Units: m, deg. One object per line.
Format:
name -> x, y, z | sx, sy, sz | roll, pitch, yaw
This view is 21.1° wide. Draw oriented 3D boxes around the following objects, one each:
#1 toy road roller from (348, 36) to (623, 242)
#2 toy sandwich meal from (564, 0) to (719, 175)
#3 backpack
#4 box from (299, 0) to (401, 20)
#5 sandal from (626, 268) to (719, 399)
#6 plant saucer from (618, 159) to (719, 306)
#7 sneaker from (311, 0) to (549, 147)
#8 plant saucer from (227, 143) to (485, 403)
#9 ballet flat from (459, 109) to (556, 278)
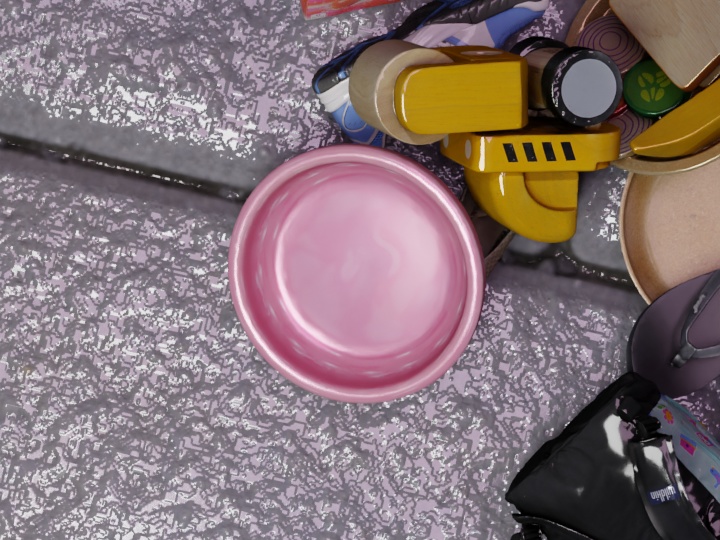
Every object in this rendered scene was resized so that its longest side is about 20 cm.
toy road roller -> 0.096, -0.096, 1.440 | 0.200, 0.123, 0.146 | -2, 102, -14
toy sandwich meal -> 0.238, -0.171, 1.485 | 0.205, 0.070, 0.206 | -8, 72, 26
backpack -> 0.230, 0.185, 1.452 | 0.200, 0.127, 0.167 | 43, 125, 0
box -> 0.042, -0.273, 1.510 | 0.200, 0.095, 0.103 | -12, 85, -4
sandal -> 0.287, 0.026, 1.486 | 0.200, 0.043, 0.076 | -35, 88, -5
plant saucer -> 0.300, -0.034, 1.532 | 0.200, 0.035, 0.201 | 0, 85, -4
sneaker -> 0.062, -0.165, 1.522 | 0.200, 0.076, 0.077 | -28, 107, -4
plant saucer -> 0.000, 0.000, 1.476 | 0.200, 0.051, 0.201 | 4, 104, 15
ballet flat -> 0.101, -0.050, 1.517 | 0.067, 0.046, 0.200 | 32, 84, -1
